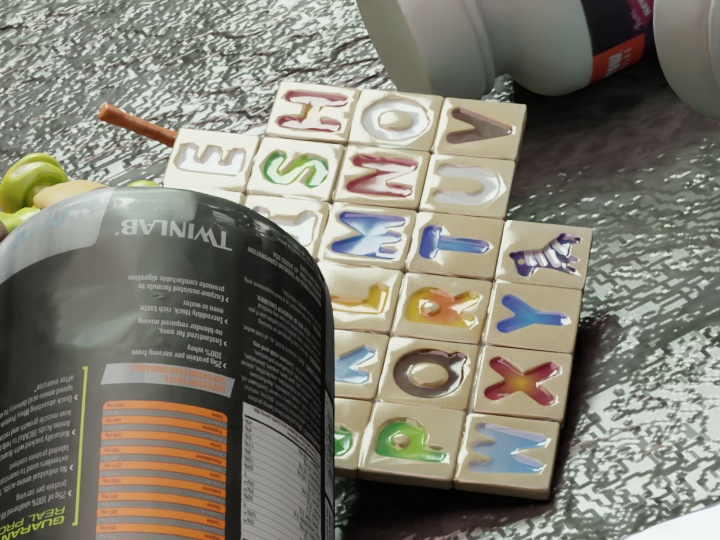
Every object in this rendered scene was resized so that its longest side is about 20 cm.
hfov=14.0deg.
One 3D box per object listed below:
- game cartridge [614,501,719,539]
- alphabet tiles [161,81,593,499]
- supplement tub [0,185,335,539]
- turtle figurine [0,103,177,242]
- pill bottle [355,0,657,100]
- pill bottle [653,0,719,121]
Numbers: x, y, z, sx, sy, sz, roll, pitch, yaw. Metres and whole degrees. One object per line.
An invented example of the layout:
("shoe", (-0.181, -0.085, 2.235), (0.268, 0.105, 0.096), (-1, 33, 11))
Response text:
("game cartridge", (0.090, 0.124, 0.882), (0.199, 0.039, 0.130), (-20, 27, -1))
("alphabet tiles", (0.000, 0.000, 1.080), (0.166, 0.008, 0.201), (6, 44, 8))
("supplement tub", (-0.068, 0.084, 0.917), (0.122, 0.123, 0.201), (-11, 50, 14))
("turtle figurine", (-0.107, -0.011, 1.163), (0.199, 0.065, 0.161), (-4, 23, -41))
("pill bottle", (0.099, -0.140, 1.216), (0.199, 0.112, 0.111), (-26, 31, -9))
("pill bottle", (0.208, -0.082, 1.060), (0.113, 0.114, 0.199), (-37, 34, -27))
